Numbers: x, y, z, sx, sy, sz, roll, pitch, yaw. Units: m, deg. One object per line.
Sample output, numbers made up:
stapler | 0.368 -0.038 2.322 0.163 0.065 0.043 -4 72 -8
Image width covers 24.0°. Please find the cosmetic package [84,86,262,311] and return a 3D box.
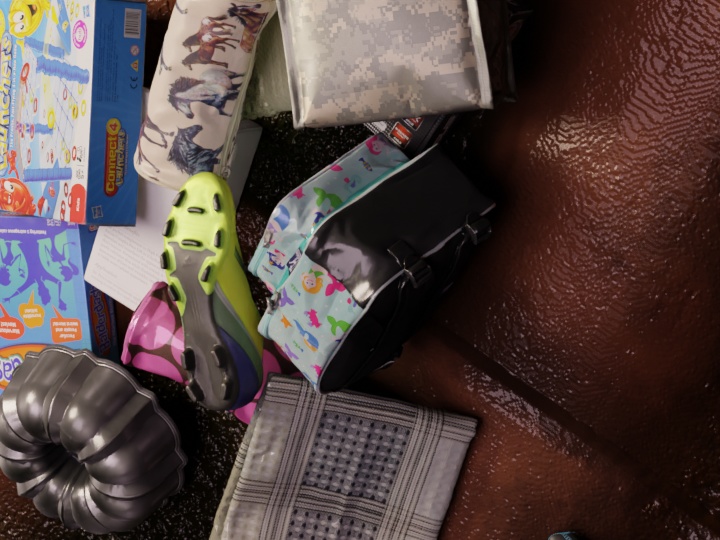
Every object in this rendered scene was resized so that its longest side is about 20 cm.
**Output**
cosmetic package | -0.171 -0.060 1.539 0.102 0.074 0.200 31 113 21

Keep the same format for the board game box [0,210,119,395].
board game box | -0.312 0.040 1.660 0.152 0.045 0.200 2 103 30

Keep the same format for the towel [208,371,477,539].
towel | -0.018 0.193 1.468 0.193 0.035 0.200 14 116 -12

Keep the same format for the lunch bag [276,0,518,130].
lunch bag | 0.023 -0.216 1.295 0.164 0.118 0.200 -5 99 18

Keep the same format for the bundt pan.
bundt pan | -0.268 0.172 1.606 0.202 0.076 0.202 16 130 20

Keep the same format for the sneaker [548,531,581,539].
sneaker | 0.130 0.296 1.452 0.200 0.073 0.082 -35 66 26

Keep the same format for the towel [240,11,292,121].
towel | -0.075 -0.227 1.413 0.148 0.036 0.200 -2 100 33

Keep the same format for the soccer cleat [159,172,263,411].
soccer cleat | -0.118 0.017 1.409 0.065 0.084 0.200 -2 97 27

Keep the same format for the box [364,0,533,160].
box | 0.022 -0.212 1.404 0.200 0.044 0.160 44 120 15

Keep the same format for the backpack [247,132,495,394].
backpack | 0.000 0.000 1.381 0.151 0.178 0.200 41 144 17

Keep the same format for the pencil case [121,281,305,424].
pencil case | -0.113 0.088 1.492 0.200 0.091 0.094 29 149 -3

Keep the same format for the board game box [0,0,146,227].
board game box | -0.275 -0.147 1.540 0.196 0.056 0.200 9 98 48

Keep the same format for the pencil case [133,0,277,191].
pencil case | -0.123 -0.160 1.390 0.089 0.078 0.200 23 119 5
